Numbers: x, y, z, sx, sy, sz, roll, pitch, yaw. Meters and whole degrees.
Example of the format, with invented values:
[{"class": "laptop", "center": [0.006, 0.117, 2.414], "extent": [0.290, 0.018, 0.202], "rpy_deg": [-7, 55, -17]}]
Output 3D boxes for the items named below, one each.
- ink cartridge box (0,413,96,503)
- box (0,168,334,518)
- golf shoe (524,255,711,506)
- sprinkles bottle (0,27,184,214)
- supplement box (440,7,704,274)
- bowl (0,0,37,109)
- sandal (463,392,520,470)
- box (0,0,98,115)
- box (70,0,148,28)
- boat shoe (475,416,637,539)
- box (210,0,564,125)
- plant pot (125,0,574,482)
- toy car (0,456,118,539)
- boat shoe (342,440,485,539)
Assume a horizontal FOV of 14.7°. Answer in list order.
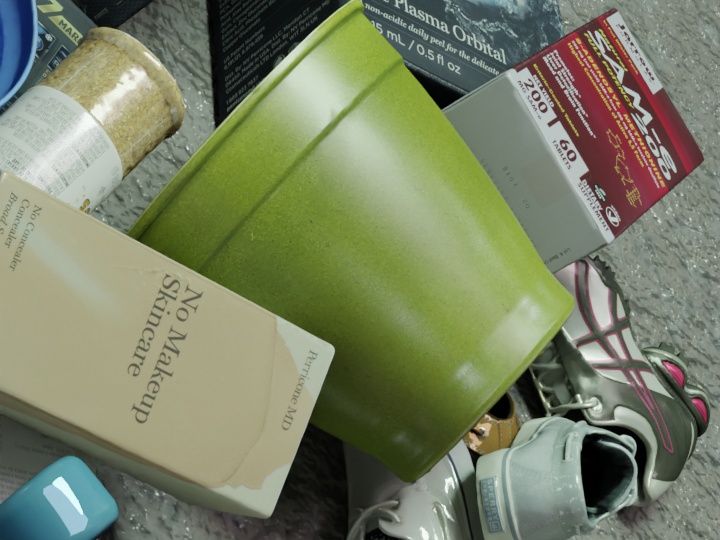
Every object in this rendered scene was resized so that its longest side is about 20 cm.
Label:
[{"class": "ink cartridge box", "center": [-0.192, 0.148, 1.255], "extent": [0.162, 0.057, 0.201], "rpy_deg": [17, 62, -41]}, {"class": "box", "center": [-0.119, 0.034, 1.277], "extent": [0.200, 0.078, 0.095], "rpy_deg": [27, 77, -34]}, {"class": "golf shoe", "center": [0.131, 0.053, 1.675], "extent": [0.200, 0.077, 0.088], "rpy_deg": [43, 43, -14]}, {"class": "sprinkles bottle", "center": [-0.170, -0.033, 1.334], "extent": [0.068, 0.068, 0.200], "rpy_deg": [47, 61, -8]}, {"class": "supplement box", "center": [0.118, -0.071, 1.554], "extent": [0.109, 0.061, 0.200], "rpy_deg": [59, 26, -3]}, {"class": "bowl", "center": [-0.249, -0.146, 1.345], "extent": [0.200, 0.039, 0.201], "rpy_deg": [27, 44, -30]}, {"class": "sandal", "center": [0.061, 0.078, 1.582], "extent": [0.081, 0.054, 0.201], "rpy_deg": [12, 58, -43]}, {"class": "box", "center": [-0.228, -0.127, 1.429], "extent": [0.200, 0.051, 0.158], "rpy_deg": [44, 37, -13]}, {"class": "box", "center": [-0.078, -0.208, 1.528], "extent": [0.051, 0.200, 0.158], "rpy_deg": [51, 36, -8]}, {"class": "boat shoe", "center": [0.118, 0.118, 1.528], "extent": [0.201, 0.071, 0.070], "rpy_deg": [-11, 93, -74]}, {"class": "box", "center": [0.018, -0.150, 1.677], "extent": [0.196, 0.117, 0.201], "rpy_deg": [24, 43, -35]}, {"class": "plant pot", "center": [0.000, 0.000, 1.430], "extent": [0.193, 0.200, 0.200], "rpy_deg": [43, 35, 1]}, {"class": "toy car", "center": [-0.102, 0.185, 1.211], "extent": [0.185, 0.177, 0.200], "rpy_deg": [49, 12, 3]}, {"class": "boat shoe", "center": [0.024, 0.149, 1.476], "extent": [0.066, 0.072, 0.201], "rpy_deg": [7, 64, -51]}]
